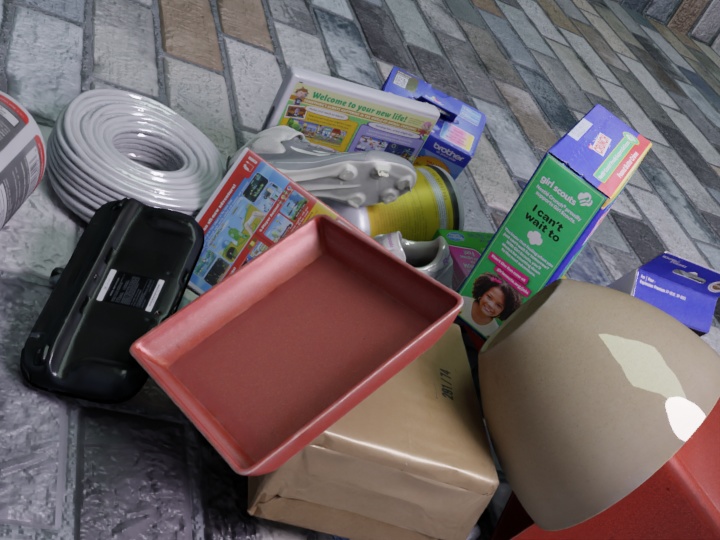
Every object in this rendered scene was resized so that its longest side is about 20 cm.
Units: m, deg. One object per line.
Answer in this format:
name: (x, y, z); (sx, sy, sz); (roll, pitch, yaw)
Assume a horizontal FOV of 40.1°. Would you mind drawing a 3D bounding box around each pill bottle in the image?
pill bottle: (-0.348, -0.066, 0.813); (0.114, 0.117, 0.201); (25, 30, -8)
pill bottle: (0.011, -0.054, 1.104); (0.197, 0.113, 0.113); (-10, 47, -30)

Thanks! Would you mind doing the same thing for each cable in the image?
cable: (-0.226, -0.107, 1.028); (0.197, 0.070, 0.201); (22, 31, -15)

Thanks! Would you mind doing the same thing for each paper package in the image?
paper package: (0.004, 0.119, 0.824); (0.188, 0.104, 0.201); (20, 31, -20)

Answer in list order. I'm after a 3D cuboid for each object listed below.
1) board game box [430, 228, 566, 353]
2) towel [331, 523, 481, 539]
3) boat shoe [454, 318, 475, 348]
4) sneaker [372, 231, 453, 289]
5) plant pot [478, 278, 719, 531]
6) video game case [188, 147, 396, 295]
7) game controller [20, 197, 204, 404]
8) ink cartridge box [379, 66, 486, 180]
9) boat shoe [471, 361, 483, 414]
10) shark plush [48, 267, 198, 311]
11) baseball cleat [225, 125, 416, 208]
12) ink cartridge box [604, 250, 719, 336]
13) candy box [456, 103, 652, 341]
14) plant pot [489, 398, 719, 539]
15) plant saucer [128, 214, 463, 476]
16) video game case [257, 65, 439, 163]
board game box: (0.173, 0.041, 1.061); (0.151, 0.041, 0.201); (3, 43, -32)
towel: (0.005, 0.179, 0.862); (0.146, 0.024, 0.200); (-9, 49, -49)
boat shoe: (0.116, 0.046, 1.116); (0.197, 0.071, 0.070); (2, 43, -30)
sneaker: (0.000, 0.000, 1.010); (0.196, 0.101, 0.076); (-5, 41, -8)
plant pot: (0.172, 0.088, 0.794); (0.135, 0.200, 0.200); (47, 31, 0)
video game case: (-0.074, -0.004, 0.957); (0.199, 0.144, 0.017); (36, -2, 8)
game controller: (-0.203, 0.020, 0.826); (0.103, 0.042, 0.202); (17, 51, -1)
ink cartridge box: (0.066, -0.161, 1.230); (0.135, 0.201, 0.077); (26, 55, -6)
boat shoe: (0.175, 0.118, 1.059); (0.197, 0.067, 0.075); (4, 40, -38)
shark plush: (-0.182, 0.045, 0.855); (0.198, 0.091, 0.084); (34, 60, -4)
baseball cleat: (-0.043, -0.114, 1.023); (0.196, 0.070, 0.108); (-4, 49, -5)
ink cartridge box: (0.243, 0.050, 0.899); (0.093, 0.200, 0.038); (18, 56, -22)
candy box: (0.186, -0.043, 0.963); (0.077, 0.202, 0.169); (35, 36, 12)
plant pot: (0.258, 0.220, 0.876); (0.177, 0.200, 0.200); (48, 31, 2)
plant saucer: (-0.050, 0.053, 0.738); (0.198, 0.037, 0.199); (-36, 38, -18)
video game case: (-0.030, -0.129, 1.123); (0.197, 0.183, 0.022); (9, 37, -33)
